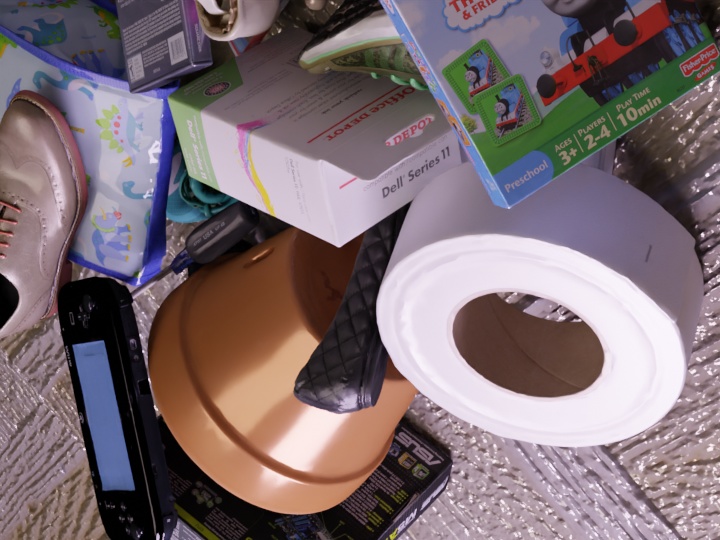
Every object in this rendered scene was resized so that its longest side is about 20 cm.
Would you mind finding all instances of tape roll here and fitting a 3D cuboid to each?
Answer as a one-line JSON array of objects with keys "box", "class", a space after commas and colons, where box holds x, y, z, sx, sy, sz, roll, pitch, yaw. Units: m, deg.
[{"box": [0.113, 0.022, 1.159, 0.200, 0.071, 0.204, 13, 140, 11], "class": "tape roll"}]

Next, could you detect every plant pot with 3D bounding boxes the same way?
[{"box": [-0.034, 0.055, 1.326, 0.200, 0.200, 0.140, 49, 129, 0], "class": "plant pot"}]

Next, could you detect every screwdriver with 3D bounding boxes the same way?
[{"box": [-0.146, 0.008, 1.357, 0.029, 0.028, 0.200, 47, 120, -8], "class": "screwdriver"}]

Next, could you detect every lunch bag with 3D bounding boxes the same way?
[{"box": [-0.211, -0.105, 1.392, 0.199, 0.127, 0.172, 35, 130, 35], "class": "lunch bag"}]

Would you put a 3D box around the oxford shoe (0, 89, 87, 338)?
[{"box": [-0.246, -0.033, 1.335, 0.070, 0.075, 0.202, 22, 128, 21], "class": "oxford shoe"}]

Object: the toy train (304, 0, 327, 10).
[{"box": [-0.003, -0.237, 1.111, 0.199, 0.055, 0.152, 14, 127, 61], "class": "toy train"}]

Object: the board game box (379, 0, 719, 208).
[{"box": [0.091, -0.160, 1.012, 0.201, 0.151, 0.037, 59, 175, -12], "class": "board game box"}]

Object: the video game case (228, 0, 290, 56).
[{"box": [-0.081, -0.235, 1.186, 0.144, 0.017, 0.200, 62, 158, 4], "class": "video game case"}]

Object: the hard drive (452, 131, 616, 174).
[{"box": [0.101, -0.115, 1.146, 0.131, 0.027, 0.201, 29, 140, 27], "class": "hard drive"}]

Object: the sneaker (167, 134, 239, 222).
[{"box": [-0.108, -0.076, 1.366, 0.078, 0.080, 0.199, 56, 147, -7], "class": "sneaker"}]

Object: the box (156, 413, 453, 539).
[{"box": [-0.061, 0.158, 1.430, 0.199, 0.193, 0.048, 35, 147, 18], "class": "box"}]

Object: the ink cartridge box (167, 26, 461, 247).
[{"box": [-0.017, -0.084, 1.190, 0.199, 0.117, 0.068, 26, 138, 43], "class": "ink cartridge box"}]

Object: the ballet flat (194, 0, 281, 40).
[{"box": [-0.099, -0.233, 1.119, 0.069, 0.069, 0.202, 5, 120, 45], "class": "ballet flat"}]

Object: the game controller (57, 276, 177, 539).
[{"box": [-0.181, 0.105, 1.347, 0.104, 0.042, 0.202, -10, 91, 51], "class": "game controller"}]

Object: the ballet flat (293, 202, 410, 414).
[{"box": [0.000, 0.000, 1.226, 0.056, 0.202, 0.067, 7, 150, 11], "class": "ballet flat"}]

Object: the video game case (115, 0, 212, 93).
[{"box": [-0.143, -0.226, 1.222, 0.143, 0.019, 0.202, 175, 86, -67], "class": "video game case"}]

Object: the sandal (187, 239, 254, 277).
[{"box": [-0.067, 0.055, 1.449, 0.200, 0.075, 0.045, 47, 144, 0], "class": "sandal"}]

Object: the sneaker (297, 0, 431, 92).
[{"box": [0.036, -0.132, 1.123, 0.199, 0.077, 0.089, -5, 126, 54], "class": "sneaker"}]
